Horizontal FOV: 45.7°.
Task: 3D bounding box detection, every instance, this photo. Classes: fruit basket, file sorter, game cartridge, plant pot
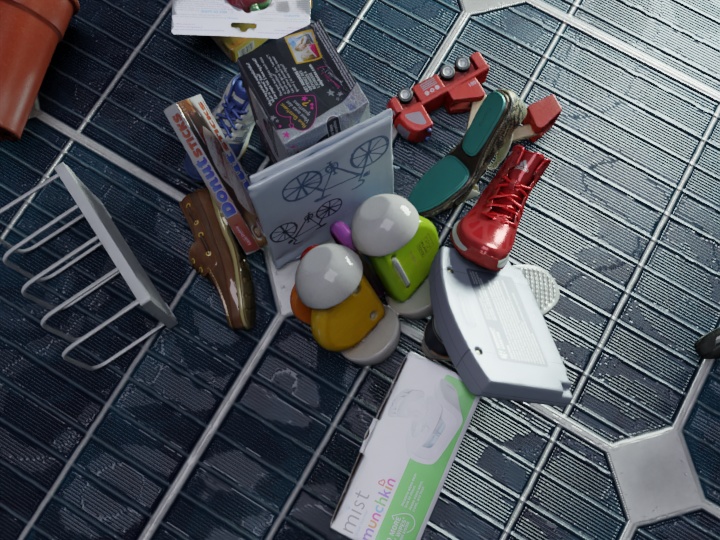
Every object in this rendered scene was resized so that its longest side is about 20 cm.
[{"bbox_3d":[-0.155,-0.405,1.141,0.183,0.094,0.202,1,87,-3],"label":"fruit basket"},{"bbox_3d":[-0.336,0.005,1.031,0.124,0.139,0.201,-35,77,-7],"label":"file sorter"},{"bbox_3d":[0.146,0.060,0.947,0.132,0.042,0.201,8,43,-21],"label":"game cartridge"},{"bbox_3d":[-0.484,-0.281,1.090,0.199,0.201,0.197,13,83,3],"label":"plant pot"}]

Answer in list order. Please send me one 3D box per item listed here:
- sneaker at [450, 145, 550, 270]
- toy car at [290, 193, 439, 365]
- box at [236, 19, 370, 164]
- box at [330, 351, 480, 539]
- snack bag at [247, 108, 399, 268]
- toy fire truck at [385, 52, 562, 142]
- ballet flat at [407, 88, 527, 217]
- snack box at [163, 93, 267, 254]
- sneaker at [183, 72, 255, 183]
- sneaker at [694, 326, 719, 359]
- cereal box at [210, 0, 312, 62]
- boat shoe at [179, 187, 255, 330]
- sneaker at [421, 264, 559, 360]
[{"bbox_3d":[0.169,-0.087,1.018,0.078,0.200,0.116,24,119,0],"label":"sneaker"},{"bbox_3d":[0.000,0.000,1.039,0.200,0.176,0.150,-42,42,-11],"label":"toy car"},{"bbox_3d":[-0.062,-0.177,1.045,0.114,0.200,0.133,-27,71,-6],"label":"box"},{"bbox_3d":[0.045,0.210,0.954,0.096,0.177,0.201,25,75,4],"label":"box"},{"bbox_3d":[-0.038,-0.093,1.030,0.187,0.200,0.021,-29,65,-9],"label":"snack bag"},{"bbox_3d":[0.149,-0.209,1.137,0.199,0.049,0.142,-30,78,-7],"label":"toy fire truck"},{"bbox_3d":[0.145,-0.138,1.096,0.201,0.075,0.068,-53,47,20],"label":"ballet flat"},{"bbox_3d":[-0.170,-0.120,1.062,0.024,0.072,0.201,-25,101,21],"label":"snack box"},{"bbox_3d":[-0.167,-0.208,1.115,0.075,0.088,0.201,33,78,7],"label":"sneaker"},{"bbox_3d":[0.517,0.101,1.042,0.198,0.075,0.117,-18,78,-6],"label":"sneaker"},{"bbox_3d":[-0.183,-0.405,1.194,0.144,0.040,0.200,-39,78,-12],"label":"cereal box"},{"bbox_3d":[-0.180,-0.014,1.074,0.067,0.072,0.202,-18,69,0],"label":"boat shoe"},{"bbox_3d":[0.155,0.053,1.057,0.199,0.080,0.079,-18,70,-31],"label":"sneaker"}]
